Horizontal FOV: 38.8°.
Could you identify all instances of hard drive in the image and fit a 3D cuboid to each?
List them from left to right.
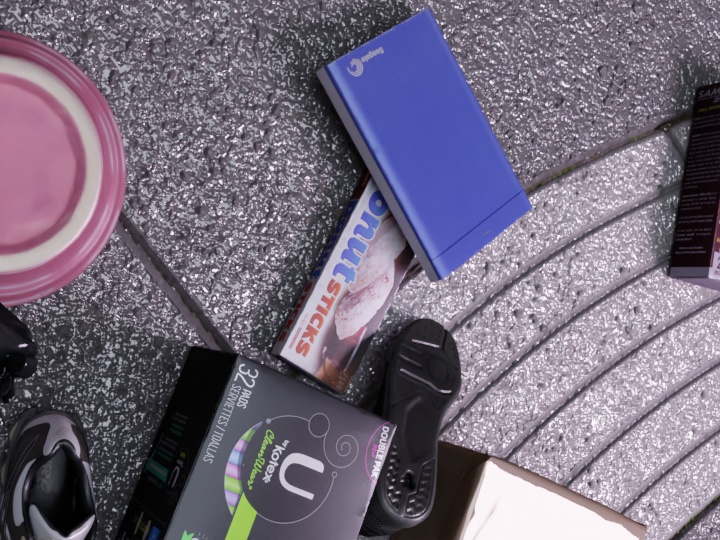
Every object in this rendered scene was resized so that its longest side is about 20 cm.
[{"bbox_3d":[0.060,-0.111,0.888,0.131,0.025,0.202,-35,100,-33],"label":"hard drive"}]

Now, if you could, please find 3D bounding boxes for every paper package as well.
[{"bbox_3d":[0.128,0.273,0.902,0.198,0.103,0.194,28,78,-24],"label":"paper package"}]

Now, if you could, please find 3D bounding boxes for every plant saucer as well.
[{"bbox_3d":[-0.265,-0.075,0.738,0.197,0.051,0.205,0,89,-26],"label":"plant saucer"}]

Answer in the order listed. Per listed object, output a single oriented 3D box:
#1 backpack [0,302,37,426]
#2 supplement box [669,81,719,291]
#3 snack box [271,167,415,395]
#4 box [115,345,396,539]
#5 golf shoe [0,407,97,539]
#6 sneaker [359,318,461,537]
[{"bbox_3d":[-0.323,0.084,0.659,0.166,0.126,0.201,38,86,-10],"label":"backpack"},{"bbox_3d":[0.390,-0.081,1.051,0.107,0.061,0.205,12,84,-25],"label":"supplement box"},{"bbox_3d":[0.000,0.000,0.880,0.071,0.024,0.203,33,76,-22],"label":"snack box"},{"bbox_3d":[-0.089,0.181,0.784,0.147,0.124,0.204,25,78,-23],"label":"box"},{"bbox_3d":[-0.230,0.204,0.733,0.076,0.094,0.205,0,92,-26],"label":"golf shoe"},{"bbox_3d":[0.025,0.136,0.874,0.075,0.114,0.202,29,51,-18],"label":"sneaker"}]
